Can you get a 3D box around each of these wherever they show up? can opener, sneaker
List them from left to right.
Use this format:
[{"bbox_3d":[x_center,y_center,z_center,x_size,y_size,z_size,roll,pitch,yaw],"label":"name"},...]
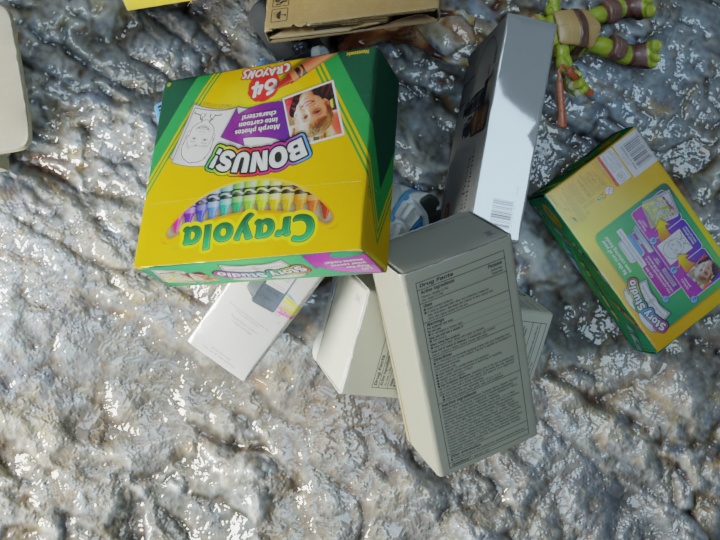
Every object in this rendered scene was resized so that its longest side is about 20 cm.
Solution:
[{"bbox_3d":[-0.044,-0.177,0.909,0.053,0.066,0.200,-29,85,-49],"label":"can opener"},{"bbox_3d":[0.000,0.000,0.914,0.087,0.075,0.200,34,99,35],"label":"sneaker"}]

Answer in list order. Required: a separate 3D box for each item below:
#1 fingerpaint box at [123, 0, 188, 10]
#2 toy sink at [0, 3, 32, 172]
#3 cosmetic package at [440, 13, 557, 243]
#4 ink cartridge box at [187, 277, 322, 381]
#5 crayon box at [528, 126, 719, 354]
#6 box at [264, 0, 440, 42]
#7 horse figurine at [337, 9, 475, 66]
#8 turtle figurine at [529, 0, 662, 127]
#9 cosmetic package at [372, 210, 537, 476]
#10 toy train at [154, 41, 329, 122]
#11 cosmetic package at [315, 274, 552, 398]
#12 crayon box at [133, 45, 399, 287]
[{"bbox_3d":[-0.129,-0.337,0.854,0.199,0.073,0.167,-9,60,0],"label":"fingerpaint box"},{"bbox_3d":[-0.391,-0.152,0.844,0.199,0.112,0.131,-10,90,-2],"label":"toy sink"},{"bbox_3d":[0.125,-0.123,0.882,0.051,0.151,0.201,11,87,-4],"label":"cosmetic package"},{"bbox_3d":[-0.064,-0.009,0.842,0.067,0.117,0.200,37,107,-2],"label":"ink cartridge box"},{"bbox_3d":[0.280,-0.029,0.943,0.119,0.058,0.200,-36,93,-6],"label":"crayon box"},{"bbox_3d":[-0.003,-0.306,0.870,0.163,0.021,0.201,-4,62,13],"label":"box"},{"bbox_3d":[0.055,-0.288,0.923,0.132,0.050,0.201,10,95,10],"label":"horse figurine"},{"bbox_3d":[0.222,-0.232,0.931,0.161,0.064,0.201,-4,74,-22],"label":"turtle figurine"},{"bbox_3d":[0.081,0.063,0.790,0.103,0.073,0.201,-19,116,-16],"label":"cosmetic package"},{"bbox_3d":[-0.092,-0.135,0.858,0.199,0.087,0.115,-20,82,19],"label":"toy train"},{"bbox_3d":[0.069,0.063,0.869,0.199,0.071,0.106,10,106,-26],"label":"cosmetic package"},{"bbox_3d":[-0.074,-0.080,0.750,0.199,0.058,0.173,-4,67,22],"label":"crayon box"}]
